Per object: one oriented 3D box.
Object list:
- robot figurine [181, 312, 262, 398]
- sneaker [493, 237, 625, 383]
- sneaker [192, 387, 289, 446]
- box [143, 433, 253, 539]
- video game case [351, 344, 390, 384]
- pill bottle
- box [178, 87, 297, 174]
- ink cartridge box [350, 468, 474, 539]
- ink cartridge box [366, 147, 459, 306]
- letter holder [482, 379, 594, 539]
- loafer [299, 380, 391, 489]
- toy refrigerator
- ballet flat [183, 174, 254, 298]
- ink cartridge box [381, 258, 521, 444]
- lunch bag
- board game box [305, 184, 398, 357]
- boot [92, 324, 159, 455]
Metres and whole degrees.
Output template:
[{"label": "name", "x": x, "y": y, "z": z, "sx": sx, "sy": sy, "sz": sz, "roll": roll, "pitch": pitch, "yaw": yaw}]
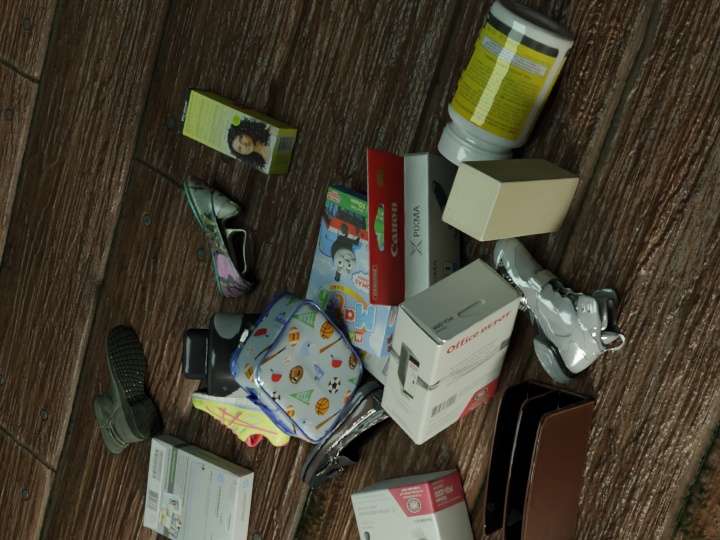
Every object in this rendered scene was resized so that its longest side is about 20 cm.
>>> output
[{"label": "robot figurine", "x": -0.161, "y": 0.127, "z": 1.865, "sx": 0.151, "sy": 0.196, "sz": 0.126, "roll": -95, "pitch": 10, "yaw": -52}, {"label": "sneaker", "x": 0.253, "y": 0.031, "z": 1.607, "sx": 0.114, "sy": 0.075, "sz": 0.202, "roll": -31, "pitch": 81, "yaw": 35}, {"label": "sneaker", "x": -0.184, "y": 0.225, "z": 1.962, "sx": 0.198, "sy": 0.078, "sz": 0.092, "roll": 7, "pitch": 106, "yaw": 39}, {"label": "box", "x": -0.263, "y": 0.369, "z": 2.059, "sx": 0.198, "sy": 0.041, "sz": 0.159, "roll": 16, "pitch": 105, "yaw": 36}, {"label": "video game case", "x": 0.033, "y": 0.041, "z": 1.808, "sx": 0.181, "sy": 0.023, "sz": 0.202, "roll": 39, "pitch": 117, "yaw": 28}, {"label": "pill bottle", "x": 0.179, "y": -0.226, "z": 1.609, "sx": 0.114, "sy": 0.114, "sz": 0.202, "roll": 37, "pitch": 115, "yaw": 28}, {"label": "box", "x": -0.188, "y": -0.213, "z": 1.934, "sx": 0.198, "sy": 0.050, "sz": 0.076, "roll": 25, "pitch": 110, "yaw": 34}, {"label": "ink cartridge box", "x": 0.082, "y": 0.391, "z": 1.769, "sx": 0.144, "sy": 0.084, "sz": 0.203, "roll": -16, "pitch": 87, "yaw": 37}, {"label": "ink cartridge box", "x": 0.072, "y": -0.051, "z": 1.654, "sx": 0.044, "sy": 0.175, "sz": 0.204, "roll": -3, "pitch": 85, "yaw": 31}, {"label": "letter holder", "x": 0.210, "y": 0.257, "z": 1.619, "sx": 0.099, "sy": 0.141, "sz": 0.204, "roll": 14, "pitch": 103, "yaw": 35}, {"label": "loafer", "x": -0.019, "y": 0.251, "z": 1.842, "sx": 0.063, "sy": 0.072, "sz": 0.201, "roll": 43, "pitch": 116, "yaw": 21}, {"label": "toy refrigerator", "x": 0.185, "y": -0.091, "z": 1.565, "sx": 0.069, "sy": 0.199, "sz": 0.077, "roll": 30, "pitch": 113, "yaw": 31}, {"label": "ballet flat", "x": -0.208, "y": -0.059, "z": 1.963, "sx": 0.070, "sy": 0.069, "sz": 0.203, "roll": -20, "pitch": 86, "yaw": 19}, {"label": "ink cartridge box", "x": 0.113, "y": 0.104, "z": 1.630, "sx": 0.083, "sy": 0.146, "sz": 0.202, "roll": 43, "pitch": 144, "yaw": 30}, {"label": "lunch bag", "x": -0.090, "y": 0.136, "z": 1.757, "sx": 0.075, "sy": 0.201, "sz": 0.161, "roll": 15, "pitch": 63, "yaw": 45}, {"label": "board game box", "x": 0.000, "y": 0.000, "z": 1.792, "sx": 0.150, "sy": 0.036, "sz": 0.203, "roll": 23, "pitch": 110, "yaw": 34}, {"label": "boot", "x": -0.415, "y": 0.204, "z": 2.146, "sx": 0.130, "sy": 0.067, "sz": 0.203, "roll": -23, "pitch": 79, "yaw": 42}]
